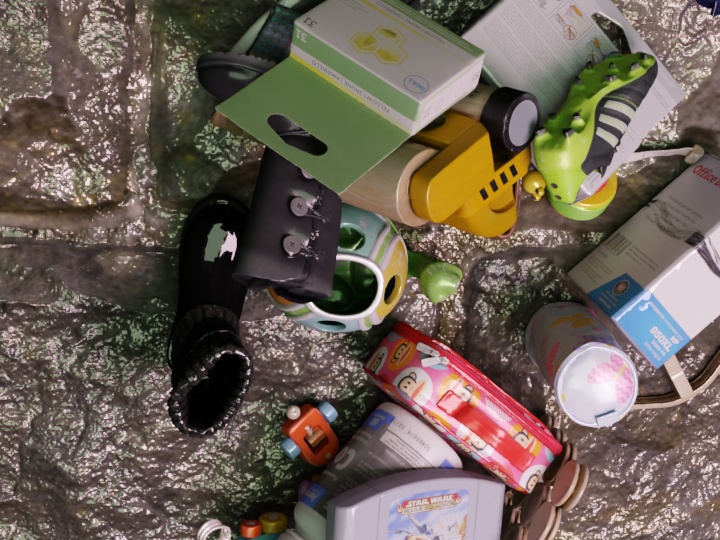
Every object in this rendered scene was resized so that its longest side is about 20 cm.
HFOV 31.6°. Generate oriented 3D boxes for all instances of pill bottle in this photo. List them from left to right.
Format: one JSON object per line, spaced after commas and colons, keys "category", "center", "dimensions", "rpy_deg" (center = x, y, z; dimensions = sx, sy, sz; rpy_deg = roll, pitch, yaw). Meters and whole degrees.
{"category": "pill bottle", "center": [0.003, 0.245, 1.314], "dimensions": [0.114, 0.114, 0.200], "rpy_deg": [46, 75, -18]}

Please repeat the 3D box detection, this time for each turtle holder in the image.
{"category": "turtle holder", "center": [-0.009, 0.007, 1.271], "dimensions": [0.185, 0.132, 0.141], "rpy_deg": [33, 99, -16]}

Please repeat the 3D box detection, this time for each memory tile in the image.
{"category": "memory tile", "center": [0.182, 0.239, 1.337], "dimensions": [0.017, 0.200, 0.153], "rpy_deg": [26, 99, -7]}

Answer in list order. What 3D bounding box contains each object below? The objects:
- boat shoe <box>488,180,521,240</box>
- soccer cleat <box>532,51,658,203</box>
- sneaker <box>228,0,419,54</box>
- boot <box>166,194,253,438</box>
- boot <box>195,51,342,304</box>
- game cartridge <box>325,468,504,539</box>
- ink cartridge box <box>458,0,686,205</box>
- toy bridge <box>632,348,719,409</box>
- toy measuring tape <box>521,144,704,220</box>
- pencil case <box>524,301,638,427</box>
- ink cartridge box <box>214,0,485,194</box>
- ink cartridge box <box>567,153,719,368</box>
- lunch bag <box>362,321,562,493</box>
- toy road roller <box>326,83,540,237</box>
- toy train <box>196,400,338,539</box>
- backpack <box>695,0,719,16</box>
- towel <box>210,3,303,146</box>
{"category": "boat shoe", "center": [0.132, -0.126, 1.286], "dimensions": [0.072, 0.068, 0.200], "rpy_deg": [-11, 108, -5]}
{"category": "soccer cleat", "center": [0.224, -0.140, 1.207], "dimensions": [0.200, 0.067, 0.081], "rpy_deg": [-45, 132, -35]}
{"category": "sneaker", "center": [-0.028, -0.236, 1.225], "dimensions": [0.200, 0.071, 0.099], "rpy_deg": [-37, 104, -1]}
{"category": "boot", "center": [-0.143, 0.043, 1.247], "dimensions": [0.079, 0.158, 0.211], "rpy_deg": [6, 106, -11]}
{"category": "boot", "center": [-0.089, -0.083, 1.158], "dimensions": [0.165, 0.066, 0.200], "rpy_deg": [15, 79, -20]}
{"category": "game cartridge", "center": [0.057, 0.266, 1.263], "dimensions": [0.200, 0.042, 0.133], "rpy_deg": [-3, 106, -31]}
{"category": "ink cartridge box", "center": [0.205, -0.195, 1.263], "dimensions": [0.174, 0.044, 0.200], "rpy_deg": [-43, 97, -26]}
{"category": "toy bridge", "center": [0.349, 0.114, 1.415], "dimensions": [0.200, 0.027, 0.067], "rpy_deg": [-30, 110, 1]}
{"category": "toy measuring tape", "center": [0.265, -0.090, 1.317], "dimensions": [0.200, 0.074, 0.074], "rpy_deg": [-5, 107, -11]}
{"category": "pencil case", "center": [0.222, 0.093, 1.302], "dimensions": [0.083, 0.200, 0.091], "rpy_deg": [-4, 100, -1]}
{"category": "ink cartridge box", "center": [-0.007, -0.166, 1.104], "dimensions": [0.146, 0.200, 0.048], "rpy_deg": [35, 140, 19]}
{"category": "ink cartridge box", "center": [0.332, -0.014, 1.311], "dimensions": [0.200, 0.145, 0.084], "rpy_deg": [-42, 110, 6]}
{"category": "lunch bag", "center": [0.106, 0.144, 1.304], "dimensions": [0.200, 0.176, 0.082], "rpy_deg": [40, 86, -18]}
{"category": "toy road roller", "center": [0.076, -0.085, 1.175], "dimensions": [0.200, 0.123, 0.146], "rpy_deg": [-38, 133, -32]}
{"category": "toy train", "center": [-0.087, 0.237, 1.358], "dimensions": [0.200, 0.056, 0.150], "rpy_deg": [-46, 119, -15]}
{"category": "backpack", "center": [0.401, -0.307, 1.225], "dimensions": [0.200, 0.168, 0.163], "rpy_deg": [24, 108, -19]}
{"category": "towel", "center": [-0.027, -0.163, 1.238], "dimensions": [0.200, 0.022, 0.147], "rpy_deg": [21, 122, -24]}
